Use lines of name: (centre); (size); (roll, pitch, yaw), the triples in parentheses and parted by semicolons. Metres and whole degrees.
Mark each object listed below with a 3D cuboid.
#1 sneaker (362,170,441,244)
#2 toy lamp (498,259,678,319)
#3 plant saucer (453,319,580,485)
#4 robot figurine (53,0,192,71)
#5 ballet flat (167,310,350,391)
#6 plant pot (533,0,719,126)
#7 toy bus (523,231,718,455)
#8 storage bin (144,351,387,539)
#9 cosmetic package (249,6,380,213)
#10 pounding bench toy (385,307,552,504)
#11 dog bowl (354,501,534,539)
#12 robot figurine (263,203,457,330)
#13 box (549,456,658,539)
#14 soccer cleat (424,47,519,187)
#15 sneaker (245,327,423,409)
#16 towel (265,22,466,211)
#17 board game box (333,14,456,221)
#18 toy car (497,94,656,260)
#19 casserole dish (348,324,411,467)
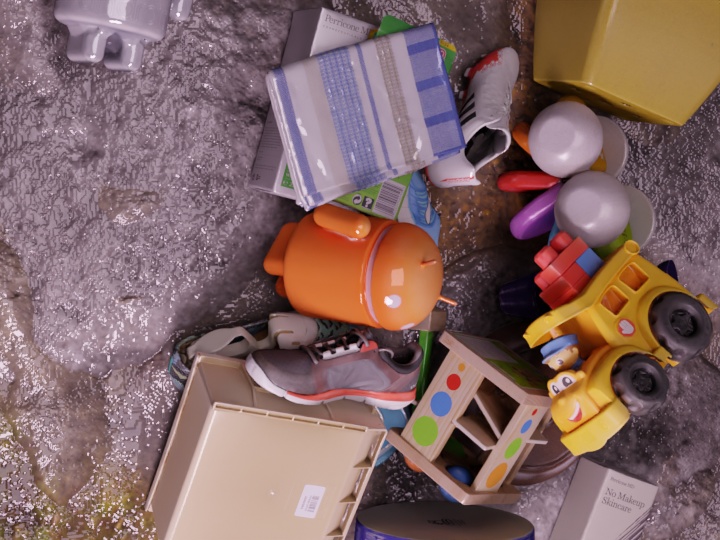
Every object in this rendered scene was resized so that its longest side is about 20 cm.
sneaker: (0.045, -0.070, 1.529); (0.090, 0.078, 0.200); (0, 83, -58)
toy lamp: (0.255, 0.024, 1.557); (0.058, 0.200, 0.058); (19, 69, -61)
plant saucer: (0.203, 0.159, 1.624); (0.200, 0.032, 0.200); (-3, 98, -20)
robot figurine: (-0.239, -0.301, 1.369); (0.170, 0.113, 0.200); (8, 93, -35)
ballet flat: (-0.107, 0.079, 1.461); (0.200, 0.074, 0.074); (-18, 102, -9)
plant pot: (0.302, -0.267, 1.528); (0.200, 0.200, 0.176); (20, 92, -21)
toy bus: (0.240, 0.061, 1.427); (0.192, 0.136, 0.200); (44, 60, 0)
storage bin: (-0.100, 0.209, 1.450); (0.198, 0.094, 0.200); (12, 113, -22)
cosmetic package: (-0.037, -0.170, 1.472); (0.108, 0.085, 0.200); (13, 92, -24)
pounding bench toy: (0.103, 0.150, 1.525); (0.124, 0.200, 0.156); (13, 111, -55)
dog bowl: (0.091, 0.312, 1.509); (0.200, 0.200, 0.079); (2, 92, -20)
robot figurine: (-0.001, -0.001, 1.432); (0.117, 0.200, 0.144); (-21, 116, -59)
box: (0.276, 0.332, 1.648); (0.082, 0.068, 0.200); (21, 89, -21)
soccer cleat: (0.139, -0.167, 1.515); (0.200, 0.085, 0.069); (-55, 135, -27)
sneaker: (-0.023, 0.088, 1.421); (0.200, 0.077, 0.082); (7, 118, -31)
towel: (0.007, -0.159, 1.406); (0.200, 0.024, 0.147); (-21, 103, -22)
board game box: (0.027, -0.158, 1.441); (0.096, 0.030, 0.200); (21, 91, -26)
toy car: (0.231, -0.088, 1.545); (0.150, 0.175, 0.200); (-24, 77, 22)
casserole dish: (-0.018, 0.140, 1.537); (0.121, 0.039, 0.200); (-38, 108, -12)
